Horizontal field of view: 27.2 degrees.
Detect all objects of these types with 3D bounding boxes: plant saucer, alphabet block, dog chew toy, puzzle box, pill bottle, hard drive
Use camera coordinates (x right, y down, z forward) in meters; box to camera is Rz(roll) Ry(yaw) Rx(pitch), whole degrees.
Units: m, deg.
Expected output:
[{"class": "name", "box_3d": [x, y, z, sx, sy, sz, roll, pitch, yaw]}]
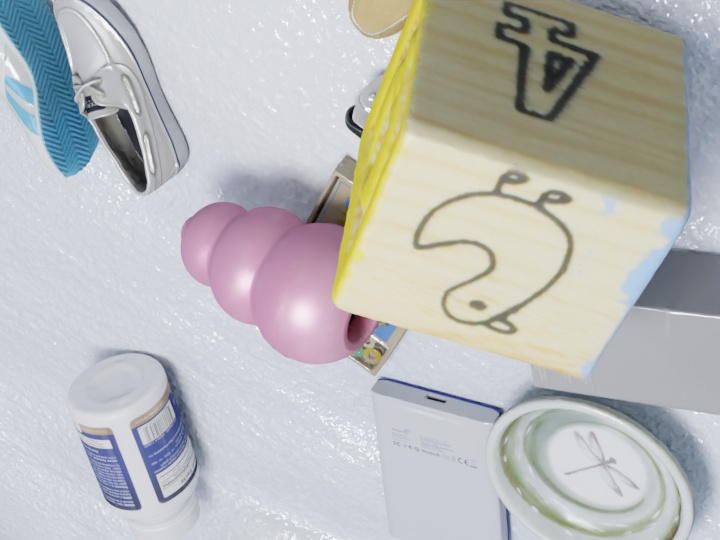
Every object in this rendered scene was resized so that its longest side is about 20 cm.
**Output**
[{"class": "plant saucer", "box_3d": [0.213, 0.183, 1.355, 0.199, 0.050, 0.201, 18, 133, 21]}, {"class": "alphabet block", "box_3d": [0.107, -0.072, 1.067, 0.199, 0.197, 0.196, 15, 136, -7]}, {"class": "dog chew toy", "box_3d": [-0.076, 0.000, 1.316, 0.199, 0.124, 0.125, 26, 137, 26]}, {"class": "puzzle box", "box_3d": [0.000, 0.000, 1.363, 0.133, 0.025, 0.200, 35, 137, 5]}, {"class": "pill bottle", "box_3d": [-0.241, 0.200, 1.631, 0.110, 0.111, 0.201, 7, 128, 29]}, {"class": "hard drive", "box_3d": [0.082, 0.204, 1.479, 0.131, 0.025, 0.201, 13, 131, 25]}]

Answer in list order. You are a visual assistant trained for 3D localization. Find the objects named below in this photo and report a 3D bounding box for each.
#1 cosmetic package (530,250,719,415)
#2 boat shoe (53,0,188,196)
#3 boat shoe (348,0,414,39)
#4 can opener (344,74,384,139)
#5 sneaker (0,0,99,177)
[{"class": "cosmetic package", "box_3d": [0.236, 0.046, 1.201, 0.199, 0.090, 0.107, 6, 128, 26]}, {"class": "boat shoe", "box_3d": [-0.228, -0.160, 1.352, 0.072, 0.066, 0.201, -2, 124, 35]}, {"class": "boat shoe", "box_3d": [0.040, -0.234, 1.102, 0.072, 0.076, 0.200, 39, 137, -1]}, {"class": "can opener", "box_3d": [0.079, -0.090, 1.227, 0.199, 0.053, 0.066, 35, 171, 6]}, {"class": "sneaker", "box_3d": [-0.310, -0.182, 1.392, 0.080, 0.076, 0.201, 1, 120, 43]}]
